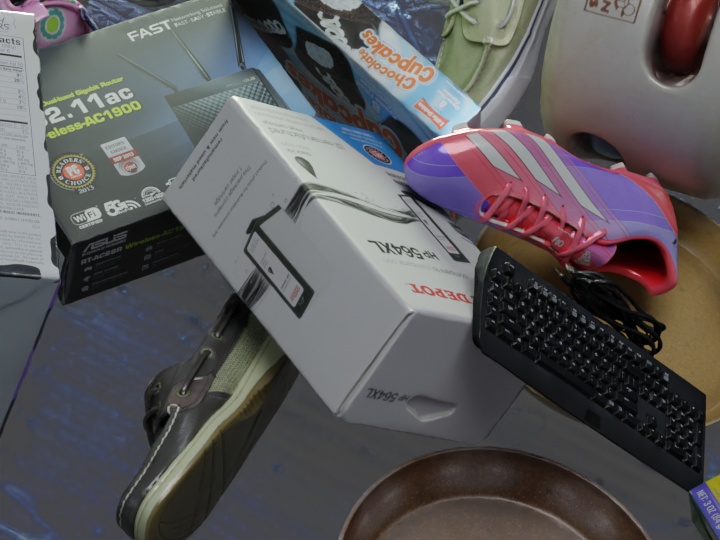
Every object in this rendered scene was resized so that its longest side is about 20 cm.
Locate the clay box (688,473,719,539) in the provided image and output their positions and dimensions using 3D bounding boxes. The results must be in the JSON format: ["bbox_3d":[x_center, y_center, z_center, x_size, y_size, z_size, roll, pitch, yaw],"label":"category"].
[{"bbox_3d":[0.306,0.135,1.649,0.199,0.048,0.115,-28,60,-5],"label":"clay box"}]

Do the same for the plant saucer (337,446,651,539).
[{"bbox_3d":[0.079,0.191,1.601,0.199,0.035,0.201,7,50,-9],"label":"plant saucer"}]

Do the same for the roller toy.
[{"bbox_3d":[0.195,-0.150,1.798,0.139,0.201,0.183,17,40,17],"label":"roller toy"}]

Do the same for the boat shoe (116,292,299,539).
[{"bbox_3d":[-0.095,0.084,1.625,0.066,0.072,0.201,24,44,13],"label":"boat shoe"}]

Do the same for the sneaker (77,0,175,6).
[{"bbox_3d":[-0.115,-0.214,1.862,0.199,0.074,0.089,-16,56,-13],"label":"sneaker"}]

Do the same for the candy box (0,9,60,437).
[{"bbox_3d":[-0.230,-0.024,1.607,0.071,0.168,0.201,5,49,-20],"label":"candy box"}]

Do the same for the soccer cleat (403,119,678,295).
[{"bbox_3d":[0.115,-0.036,1.709,0.199,0.067,0.077,13,51,-36],"label":"soccer cleat"}]

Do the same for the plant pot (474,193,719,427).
[{"bbox_3d":[0.161,0.027,1.759,0.199,0.028,0.201,7,51,-9],"label":"plant pot"}]

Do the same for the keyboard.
[{"bbox_3d":[0.143,0.043,1.631,0.200,0.040,0.105,34,42,-35],"label":"keyboard"}]

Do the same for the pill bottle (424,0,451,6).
[{"bbox_3d":[0.091,-0.281,1.937,0.111,0.111,0.200,28,50,10],"label":"pill bottle"}]

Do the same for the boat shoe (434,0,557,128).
[{"bbox_3d":[0.085,-0.169,1.826,0.062,0.072,0.201,34,77,-34],"label":"boat shoe"}]

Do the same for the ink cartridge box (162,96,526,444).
[{"bbox_3d":[0.000,0.000,1.650,0.146,0.084,0.200,12,30,-50],"label":"ink cartridge box"}]

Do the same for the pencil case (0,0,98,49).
[{"bbox_3d":[-0.250,-0.204,1.808,0.087,0.088,0.200,-20,58,-27],"label":"pencil case"}]

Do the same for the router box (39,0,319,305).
[{"bbox_3d":[-0.132,-0.080,1.750,0.199,0.062,0.150,-21,58,-27],"label":"router box"}]

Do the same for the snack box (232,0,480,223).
[{"bbox_3d":[-0.004,-0.124,1.780,0.037,0.116,0.200,-40,68,-17],"label":"snack box"}]
